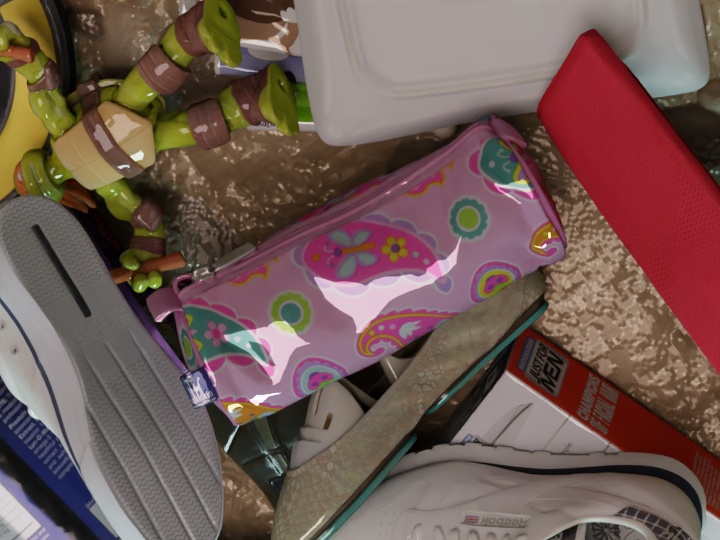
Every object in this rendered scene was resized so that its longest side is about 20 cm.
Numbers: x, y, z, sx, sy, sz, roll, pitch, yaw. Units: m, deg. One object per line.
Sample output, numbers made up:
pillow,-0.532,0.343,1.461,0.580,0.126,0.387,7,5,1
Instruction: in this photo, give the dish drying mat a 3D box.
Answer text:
dish drying mat,0.153,-0.018,1.339,0.200,0.018,0.077,54,145,17

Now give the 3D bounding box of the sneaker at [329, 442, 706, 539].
sneaker,0.070,0.134,1.411,0.199,0.081,0.077,-9,112,18

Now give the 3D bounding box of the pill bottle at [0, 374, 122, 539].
pill bottle,-0.190,0.089,1.473,0.112,0.112,0.200,-39,100,23

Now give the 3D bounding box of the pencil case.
pencil case,0.000,0.000,1.388,0.200,0.087,0.088,-27,105,2

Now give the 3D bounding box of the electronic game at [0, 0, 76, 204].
electronic game,-0.244,-0.110,1.471,0.199,0.042,0.200,5,113,11

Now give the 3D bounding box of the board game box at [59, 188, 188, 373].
board game box,-0.200,0.047,1.533,0.200,0.032,0.120,-29,100,22

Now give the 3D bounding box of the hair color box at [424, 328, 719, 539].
hair color box,0.131,0.133,1.474,0.200,0.064,0.111,35,116,-4

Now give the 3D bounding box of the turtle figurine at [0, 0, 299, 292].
turtle figurine,-0.113,-0.064,1.434,0.161,0.064,0.200,-26,110,21

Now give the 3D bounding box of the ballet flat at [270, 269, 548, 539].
ballet flat,0.011,0.059,1.435,0.062,0.067,0.200,46,76,-6

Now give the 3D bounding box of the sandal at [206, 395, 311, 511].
sandal,-0.026,0.080,1.497,0.082,0.055,0.200,-19,120,22

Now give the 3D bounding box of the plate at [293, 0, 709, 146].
plate,0.058,-0.163,1.372,0.199,0.032,0.200,-8,109,8

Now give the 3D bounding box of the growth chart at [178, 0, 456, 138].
growth chart,-0.034,-0.158,1.418,0.144,0.018,0.200,-3,110,15

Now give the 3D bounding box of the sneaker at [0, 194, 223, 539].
sneaker,-0.132,0.059,1.406,0.200,0.073,0.071,63,147,10
